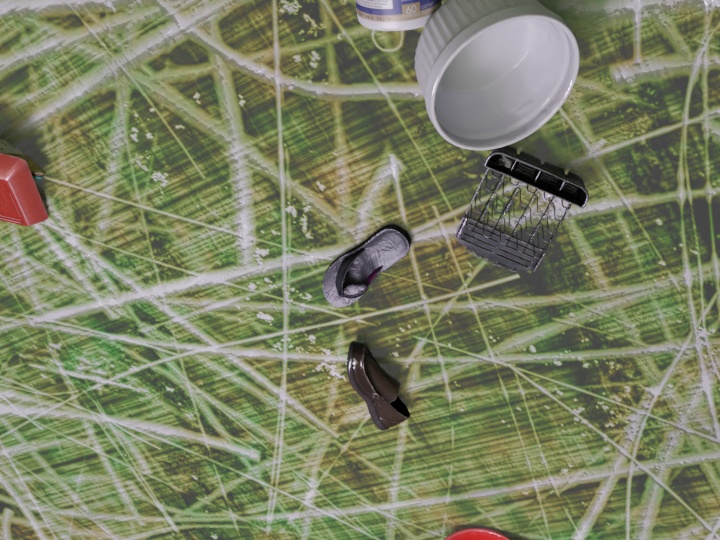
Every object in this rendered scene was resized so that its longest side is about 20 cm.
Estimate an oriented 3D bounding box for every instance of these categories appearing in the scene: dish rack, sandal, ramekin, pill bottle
[{"bbox_3d":[0.227,-0.080,1.284,0.153,0.055,0.201,24,128,1],"label":"dish rack"},{"bbox_3d":[0.000,-0.001,1.417,0.075,0.048,0.200,38,126,-11],"label":"sandal"},{"bbox_3d":[0.162,-0.261,1.099,0.199,0.105,0.201,-14,141,-12],"label":"ramekin"},{"bbox_3d":[0.041,-0.408,1.073,0.110,0.111,0.201,4,126,15],"label":"pill bottle"}]

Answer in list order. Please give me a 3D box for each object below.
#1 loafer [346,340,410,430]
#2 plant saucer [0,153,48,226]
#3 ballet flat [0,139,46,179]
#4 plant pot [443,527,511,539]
[{"bbox_3d":[0.035,0.197,1.541,0.071,0.073,0.201,-13,128,19],"label":"loafer"},{"bbox_3d":[-0.642,-0.142,1.466,0.199,0.037,0.200,12,154,-2],"label":"plant saucer"},{"bbox_3d":[-0.626,-0.192,1.480,0.199,0.071,0.071,5,126,12],"label":"ballet flat"},{"bbox_3d":[0.233,0.639,1.721,0.199,0.201,0.178,7,136,13],"label":"plant pot"}]
